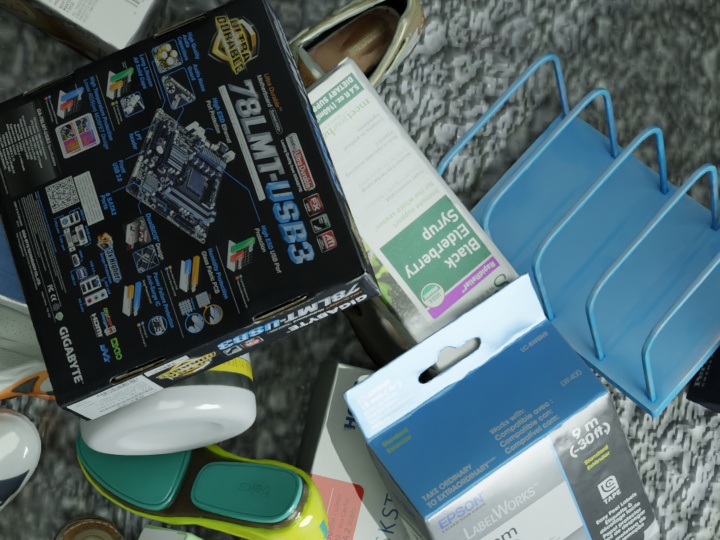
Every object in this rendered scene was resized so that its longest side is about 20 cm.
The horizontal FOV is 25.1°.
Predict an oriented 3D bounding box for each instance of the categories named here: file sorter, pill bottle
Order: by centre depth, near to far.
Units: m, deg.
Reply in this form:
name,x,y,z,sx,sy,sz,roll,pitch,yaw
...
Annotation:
name,x,y,z,sx,sy,sz,roll,pitch,yaw
pill bottle,-0.134,0.010,1.039,0.112,0.113,0.201,-6,73,-11
file sorter,0.164,-0.031,1.090,0.200,0.123,0.139,39,80,25

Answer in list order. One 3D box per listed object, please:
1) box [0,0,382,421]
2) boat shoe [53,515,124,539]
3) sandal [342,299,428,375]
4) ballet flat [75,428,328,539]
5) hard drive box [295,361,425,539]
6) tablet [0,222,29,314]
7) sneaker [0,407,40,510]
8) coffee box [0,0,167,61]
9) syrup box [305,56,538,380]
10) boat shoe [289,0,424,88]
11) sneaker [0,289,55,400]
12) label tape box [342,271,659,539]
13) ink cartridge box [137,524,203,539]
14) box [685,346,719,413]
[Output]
name,x,y,z,sx,sy,sz,roll,pitch,yaw
box,-0.112,-0.040,0.962,0.197,0.050,0.201,-23,71,5
boat shoe,-0.173,0.268,1.084,0.074,0.068,0.201,-12,91,-12
sandal,0.000,0.000,1.110,0.082,0.055,0.201,-35,113,-6
ballet flat,-0.104,0.147,1.080,0.199,0.067,0.067,12,65,33
hard drive box,0.053,0.162,1.127,0.199,0.077,0.157,14,85,-9
tablet,-0.281,-0.058,1.077,0.199,0.014,0.131,21,64,-4
sneaker,-0.299,0.154,1.031,0.198,0.130,0.080,-20,94,-8
coffee box,-0.225,-0.219,1.072,0.199,0.114,0.080,31,83,-7
syrup box,0.020,-0.031,1.040,0.079,0.081,0.200,-38,95,-5
boat shoe,-0.038,-0.127,1.114,0.075,0.068,0.200,43,80,2
sneaker,-0.248,0.044,1.084,0.199,0.076,0.093,-4,81,-18
label tape box,0.093,0.124,1.018,0.144,0.063,0.201,-33,126,-11
ink cartridge box,-0.075,0.265,1.064,0.200,0.067,0.118,35,68,-27
box,0.343,0.024,1.123,0.117,0.200,0.198,22,84,-10
